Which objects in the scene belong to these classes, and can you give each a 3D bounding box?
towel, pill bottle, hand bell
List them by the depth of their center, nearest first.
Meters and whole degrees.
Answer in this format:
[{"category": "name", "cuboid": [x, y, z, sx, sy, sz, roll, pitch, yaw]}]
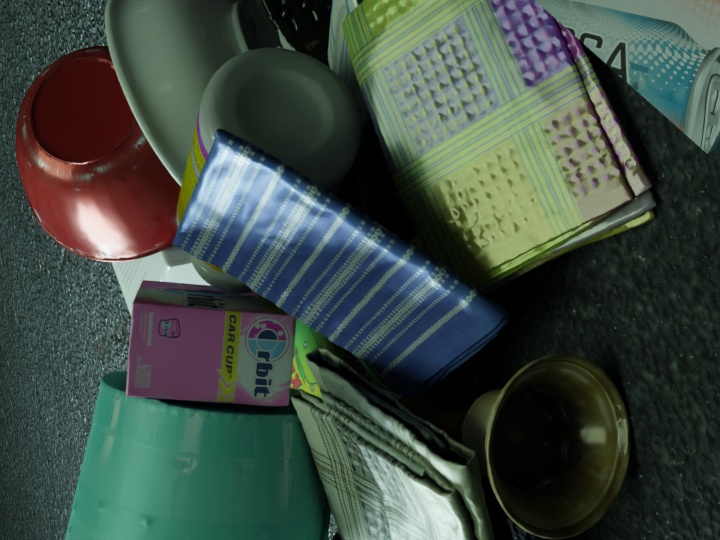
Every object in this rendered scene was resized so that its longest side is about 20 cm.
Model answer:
[{"category": "towel", "cuboid": [0.072, -0.093, 0.613, 0.143, 0.023, 0.202, -29, 78, 32]}, {"category": "towel", "cuboid": [-0.019, 0.004, 0.644, 0.199, 0.024, 0.145, 32, 150, -5]}, {"category": "towel", "cuboid": [0.025, 0.164, 0.683, 0.192, 0.034, 0.202, 28, 137, 55]}, {"category": "hand bell", "cuboid": [0.069, 0.103, 0.686, 0.199, 0.103, 0.106, -4, 100, 62]}, {"category": "pill bottle", "cuboid": [-0.072, -0.056, 0.728, 0.105, 0.103, 0.200, 65, 155, 16]}]

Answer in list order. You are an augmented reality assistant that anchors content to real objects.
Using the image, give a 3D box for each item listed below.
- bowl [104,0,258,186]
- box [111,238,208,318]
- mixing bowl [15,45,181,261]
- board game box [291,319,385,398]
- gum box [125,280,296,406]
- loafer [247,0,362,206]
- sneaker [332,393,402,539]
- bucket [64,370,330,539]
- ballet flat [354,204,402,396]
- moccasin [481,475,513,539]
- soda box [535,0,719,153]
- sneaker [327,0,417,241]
[{"category": "bowl", "cuboid": [-0.113, -0.154, 0.853, 0.202, 0.090, 0.202, 60, -164, -29]}, {"category": "box", "cuboid": [-0.194, -0.068, 1.053, 0.202, 0.105, 0.152, 66, 149, 17]}, {"category": "mixing bowl", "cuboid": [-0.223, -0.118, 0.921, 0.108, 0.198, 0.202, 66, 180, -74]}, {"category": "board game box", "cuboid": [-0.048, 0.072, 0.924, 0.200, 0.047, 0.103, -28, 79, 60]}, {"category": "gum box", "cuboid": [-0.118, 0.050, 0.809, 0.200, 0.112, 0.067, -156, 71, -79]}, {"category": "loafer", "cuboid": [-0.034, -0.143, 0.796, 0.070, 0.067, 0.203, 137, 112, -79]}, {"category": "sneaker", "cuboid": [0.020, 0.175, 0.846, 0.080, 0.073, 0.201, 65, 145, 38]}, {"category": "bucket", "cuboid": [-0.117, 0.157, 0.798, 0.206, 0.205, 0.137, 11, 93, 58]}, {"category": "ballet flat", "cuboid": [0.000, 0.000, 0.796, 0.201, 0.071, 0.072, 56, 145, 28]}, {"category": "moccasin", "cuboid": [0.103, 0.232, 0.721, 0.080, 0.068, 0.203, -11, 95, 53]}, {"category": "soda box", "cuboid": [0.132, -0.146, 0.502, 0.201, 0.063, 0.069, 54, 144, 34]}, {"category": "sneaker", "cuboid": [0.015, -0.120, 0.721, 0.086, 0.074, 0.203, 179, 86, -66]}]
